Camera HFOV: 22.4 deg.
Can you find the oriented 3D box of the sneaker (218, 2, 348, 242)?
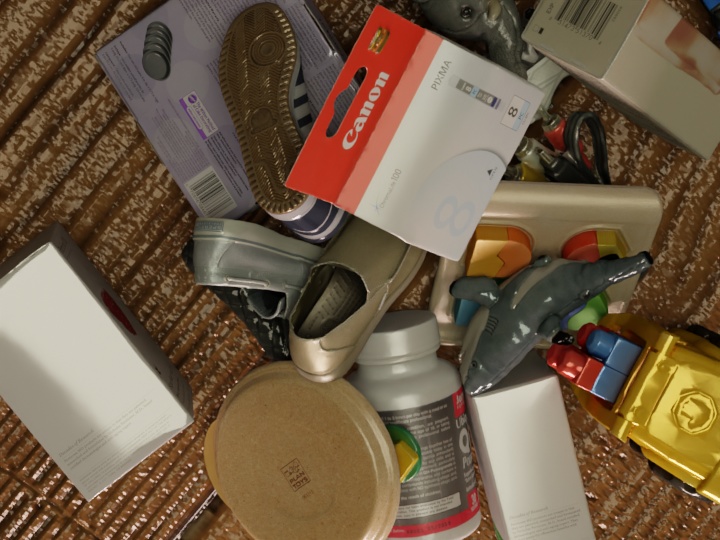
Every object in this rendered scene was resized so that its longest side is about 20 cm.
[{"bbox_3d":[-0.060,-0.117,1.513,0.070,0.108,0.201,-18,64,15],"label":"sneaker"}]

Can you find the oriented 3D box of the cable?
[{"bbox_3d":[0.206,-0.073,1.649,0.097,0.050,0.200,-52,126,-6],"label":"cable"}]

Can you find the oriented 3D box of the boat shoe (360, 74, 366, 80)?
[{"bbox_3d":[0.005,-0.136,1.611,0.200,0.072,0.072,-36,88,15],"label":"boat shoe"}]

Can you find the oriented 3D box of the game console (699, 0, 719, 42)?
[{"bbox_3d":[0.393,-0.277,1.656,0.199,0.118,0.171,-30,71,-1],"label":"game console"}]

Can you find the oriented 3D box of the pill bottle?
[{"bbox_3d":[0.042,0.142,1.644,0.110,0.111,0.201,-10,101,-4],"label":"pill bottle"}]

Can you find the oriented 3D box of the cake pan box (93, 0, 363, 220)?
[{"bbox_3d":[-0.101,-0.156,1.569,0.184,0.052,0.200,-34,89,15],"label":"cake pan box"}]

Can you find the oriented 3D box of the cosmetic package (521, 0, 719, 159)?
[{"bbox_3d":[0.240,-0.182,1.562,0.200,0.103,0.088,27,95,-51],"label":"cosmetic package"}]

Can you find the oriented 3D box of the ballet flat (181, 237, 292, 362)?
[{"bbox_3d":[-0.084,0.041,1.650,0.057,0.066,0.200,-27,104,40],"label":"ballet flat"}]

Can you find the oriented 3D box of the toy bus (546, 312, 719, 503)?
[{"bbox_3d":[0.250,0.099,1.610,0.191,0.200,0.136,25,95,-11],"label":"toy bus"}]

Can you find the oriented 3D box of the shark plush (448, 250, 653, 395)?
[{"bbox_3d":[0.171,0.039,1.575,0.199,0.084,0.091,-20,139,21],"label":"shark plush"}]

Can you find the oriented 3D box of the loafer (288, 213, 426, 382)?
[{"bbox_3d":[0.000,0.000,1.556,0.075,0.068,0.201,21,77,19],"label":"loafer"}]

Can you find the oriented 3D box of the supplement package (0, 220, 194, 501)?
[{"bbox_3d":[-0.252,0.076,1.595,0.120,0.121,0.200,-37,102,2],"label":"supplement package"}]

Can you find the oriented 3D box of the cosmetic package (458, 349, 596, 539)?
[{"bbox_3d":[0.155,0.186,1.667,0.084,0.108,0.201,-16,100,-2],"label":"cosmetic package"}]

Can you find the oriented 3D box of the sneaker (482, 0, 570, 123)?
[{"bbox_3d":[0.123,-0.153,1.625,0.200,0.075,0.081,-38,113,4],"label":"sneaker"}]

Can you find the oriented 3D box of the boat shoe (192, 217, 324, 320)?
[{"bbox_3d":[-0.079,0.006,1.581,0.070,0.200,0.072,5,81,36],"label":"boat shoe"}]

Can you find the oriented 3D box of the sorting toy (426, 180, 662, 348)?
[{"bbox_3d":[0.160,0.004,1.621,0.184,0.037,0.201,2,138,-7],"label":"sorting toy"}]

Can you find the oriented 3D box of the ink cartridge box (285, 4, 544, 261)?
[{"bbox_3d":[0.047,-0.106,1.450,0.200,0.047,0.161,18,102,-52],"label":"ink cartridge box"}]

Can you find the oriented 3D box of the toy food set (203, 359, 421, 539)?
[{"bbox_3d":[-0.046,0.175,1.612,0.198,0.049,0.200,43,120,14],"label":"toy food set"}]

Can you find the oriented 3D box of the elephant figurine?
[{"bbox_3d":[0.083,-0.266,1.561,0.141,0.155,0.201,22,92,-36],"label":"elephant figurine"}]
